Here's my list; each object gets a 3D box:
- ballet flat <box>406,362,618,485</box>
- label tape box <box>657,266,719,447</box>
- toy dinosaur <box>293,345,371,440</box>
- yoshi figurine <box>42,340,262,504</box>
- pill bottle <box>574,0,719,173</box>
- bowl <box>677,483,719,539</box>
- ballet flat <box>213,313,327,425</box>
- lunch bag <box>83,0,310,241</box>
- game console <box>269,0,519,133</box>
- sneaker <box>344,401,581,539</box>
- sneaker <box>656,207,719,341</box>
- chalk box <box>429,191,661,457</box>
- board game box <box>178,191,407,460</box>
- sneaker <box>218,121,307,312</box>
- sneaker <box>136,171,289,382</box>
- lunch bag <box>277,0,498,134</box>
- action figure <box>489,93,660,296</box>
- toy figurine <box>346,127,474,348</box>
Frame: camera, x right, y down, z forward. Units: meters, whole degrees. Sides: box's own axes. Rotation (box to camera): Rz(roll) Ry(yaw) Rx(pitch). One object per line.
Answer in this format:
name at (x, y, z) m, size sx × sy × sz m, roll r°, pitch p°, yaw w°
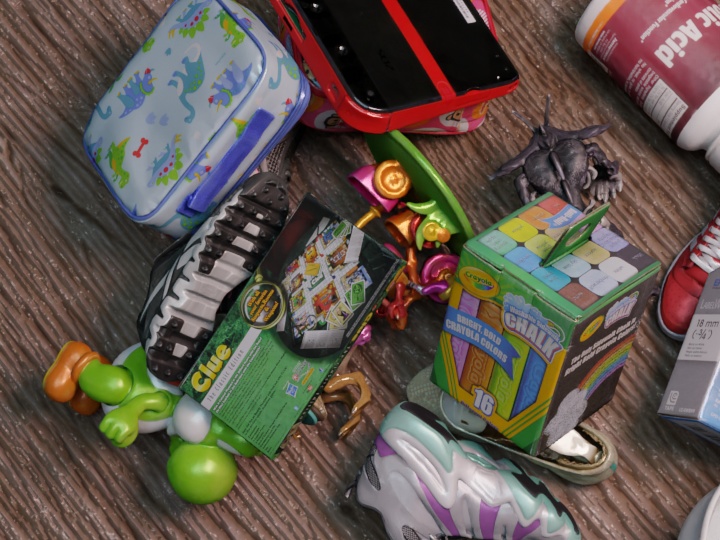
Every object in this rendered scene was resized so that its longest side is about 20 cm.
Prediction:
ballet flat at (0.134, 0.127, 1.335) m, size 0.199 × 0.062 × 0.068 m, roll 21°, pitch 81°, yaw 11°
label tape box at (0.358, 0.062, 1.300) m, size 0.144 × 0.063 × 0.201 m, roll 28°, pitch 78°, yaw -21°
toy dinosaur at (-0.031, 0.088, 1.362) m, size 0.200 × 0.060 × 0.106 m, roll -44°, pitch 74°, yaw -7°
yoshi figurine at (-0.180, 0.141, 1.333) m, size 0.199 × 0.112 × 0.112 m, roll 20°, pitch 38°, yaw 19°
pill bottle at (0.300, -0.182, 1.374) m, size 0.114 × 0.114 × 0.200 m, roll -40°, pitch 75°, yaw -6°
bowl at (0.323, 0.259, 1.248) m, size 0.200 × 0.090 × 0.202 m, roll 12°, pitch 68°, yaw -31°
ballet flat at (-0.098, 0.075, 1.345) m, size 0.199 × 0.071 × 0.065 m, roll 21°, pitch 57°, yaw 31°
lunch bag at (-0.146, -0.135, 1.343) m, size 0.200 × 0.082 × 0.161 m, roll -51°, pitch 50°, yaw 12°
game console at (0.024, -0.217, 1.343) m, size 0.176 × 0.031 × 0.200 m, roll -17°, pitch 66°, yaw -29°
sneaker at (0.079, 0.220, 1.318) m, size 0.200 × 0.078 × 0.140 m, roll 33°, pitch 100°, yaw 1°
sneaker at (0.332, -0.030, 1.332) m, size 0.071 × 0.113 × 0.200 m, roll 37°, pitch 81°, yaw 14°
chalk box at (0.155, 0.026, 1.262) m, size 0.124 × 0.201 × 0.125 m, roll 35°, pitch 42°, yaw 28°
board game box at (-0.057, 0.046, 1.265) m, size 0.105 × 0.023 × 0.200 m, roll 36°, pitch 98°, yaw 12°
sneaker at (-0.092, -0.048, 1.400) m, size 0.086 × 0.080 × 0.201 m, roll 26°, pitch 85°, yaw 6°
sneaker at (-0.137, -0.007, 1.312) m, size 0.200 × 0.066 × 0.090 m, roll -58°, pitch 38°, yaw 8°
lunch bag at (0.024, -0.216, 1.405) m, size 0.199 × 0.082 × 0.177 m, roll -1°, pitch 61°, yaw -15°
action figure at (0.189, -0.055, 1.361) m, size 0.118 × 0.102 × 0.201 m, roll -23°, pitch 90°, yaw 1°
toy figurine at (0.000, 0.000, 1.340) m, size 0.184 × 0.150 × 0.200 m, roll -39°, pitch 99°, yaw -9°
